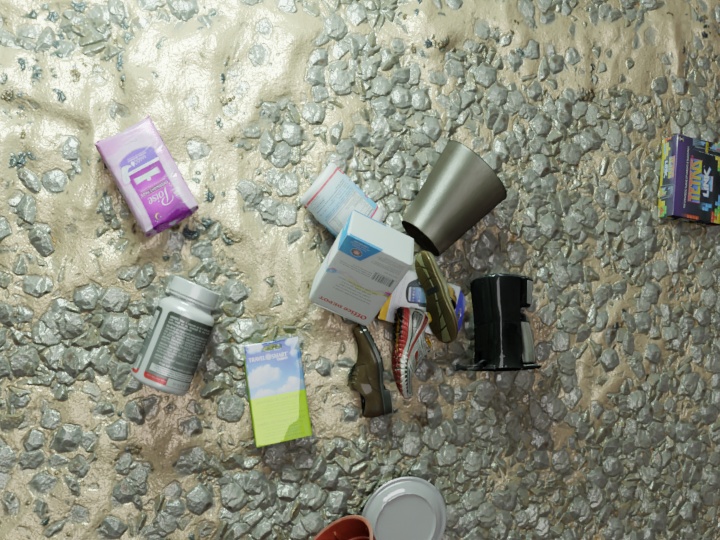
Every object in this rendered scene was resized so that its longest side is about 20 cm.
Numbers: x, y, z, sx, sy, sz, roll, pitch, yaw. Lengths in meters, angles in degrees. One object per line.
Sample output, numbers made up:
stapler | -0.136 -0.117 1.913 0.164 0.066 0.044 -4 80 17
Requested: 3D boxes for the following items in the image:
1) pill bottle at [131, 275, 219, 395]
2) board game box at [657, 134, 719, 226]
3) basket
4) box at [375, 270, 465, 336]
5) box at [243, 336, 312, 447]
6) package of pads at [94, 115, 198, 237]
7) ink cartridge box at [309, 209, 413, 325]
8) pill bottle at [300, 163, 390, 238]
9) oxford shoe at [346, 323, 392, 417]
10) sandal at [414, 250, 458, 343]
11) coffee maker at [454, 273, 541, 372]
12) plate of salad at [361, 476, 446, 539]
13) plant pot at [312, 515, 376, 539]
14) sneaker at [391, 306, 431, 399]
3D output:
pill bottle | -0.349 0.124 1.179 0.111 0.114 0.205 23 82 -13
board game box | 0.841 -0.225 1.550 0.161 0.057 0.207 7 86 -16
basket | 0.191 -0.145 1.332 0.180 0.136 0.201 44 82 -8
box | 0.136 0.073 1.354 0.195 0.041 0.122 18 83 -17
box | -0.171 0.245 1.257 0.118 0.048 0.206 -8 90 -16
package of pads | -0.412 -0.181 1.192 0.119 0.076 0.204 -29 96 -12
ink cartridge box | 0.000 0.000 1.237 0.142 0.202 0.086 24 39 -12
pill bottle | -0.022 -0.116 1.280 0.199 0.109 0.109 42 78 -10
oxford shoe | 0.008 0.213 1.297 0.082 0.073 0.206 -12 90 -11
sandal | 0.172 0.053 1.315 0.053 0.080 0.206 -16 88 -36
coffee maker | 0.297 0.113 1.330 0.189 0.133 0.206 10 73 -42
plate of salad | 0.091 0.538 1.321 0.194 0.048 0.207 -2 98 -12
plant pot | -0.005 0.641 1.226 0.200 0.200 0.197 -39 106 -13
sneaker | 0.113 0.179 1.303 0.080 0.078 0.206 1 108 -11
